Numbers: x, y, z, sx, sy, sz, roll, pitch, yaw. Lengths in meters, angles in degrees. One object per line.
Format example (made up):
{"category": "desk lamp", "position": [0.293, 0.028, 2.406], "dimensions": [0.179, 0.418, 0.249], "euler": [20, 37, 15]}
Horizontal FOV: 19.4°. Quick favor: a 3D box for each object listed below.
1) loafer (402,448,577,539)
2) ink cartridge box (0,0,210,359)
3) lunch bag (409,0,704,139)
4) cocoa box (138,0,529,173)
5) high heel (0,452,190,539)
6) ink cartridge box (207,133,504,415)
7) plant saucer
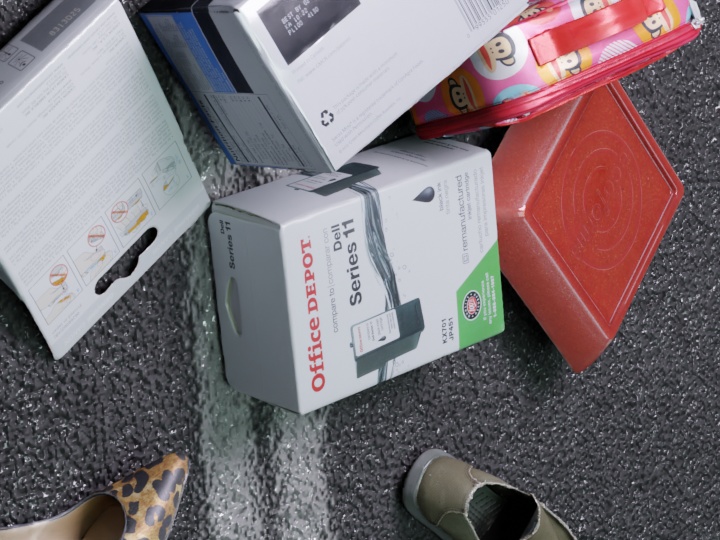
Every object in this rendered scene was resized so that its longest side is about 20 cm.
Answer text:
{"category": "loafer", "position": [0.113, 0.207, 1.659], "dimensions": [0.200, 0.070, 0.075], "euler": [33, 80, -41]}
{"category": "ink cartridge box", "position": [-0.189, -0.063, 1.358], "dimensions": [0.162, 0.050, 0.200], "euler": [-47, 145, -22]}
{"category": "lunch bag", "position": [0.139, -0.162, 1.499], "dimensions": [0.200, 0.176, 0.082], "euler": [-25, 97, -27]}
{"category": "cocoa box", "position": [-0.017, -0.175, 1.394], "dimensions": [0.200, 0.131, 0.133], "euler": [-42, 116, -24]}
{"category": "high heel", "position": [-0.206, 0.165, 1.373], "dimensions": [0.200, 0.071, 0.143], "euler": [-47, 129, -14]}
{"category": "ink cartridge box", "position": [0.000, 0.000, 1.496], "dimensions": [0.200, 0.083, 0.147], "euler": [-21, 115, -35]}
{"category": "plant saucer", "position": [0.179, -0.054, 1.640], "dimensions": [0.200, 0.037, 0.200], "euler": [52, 56, -37]}
